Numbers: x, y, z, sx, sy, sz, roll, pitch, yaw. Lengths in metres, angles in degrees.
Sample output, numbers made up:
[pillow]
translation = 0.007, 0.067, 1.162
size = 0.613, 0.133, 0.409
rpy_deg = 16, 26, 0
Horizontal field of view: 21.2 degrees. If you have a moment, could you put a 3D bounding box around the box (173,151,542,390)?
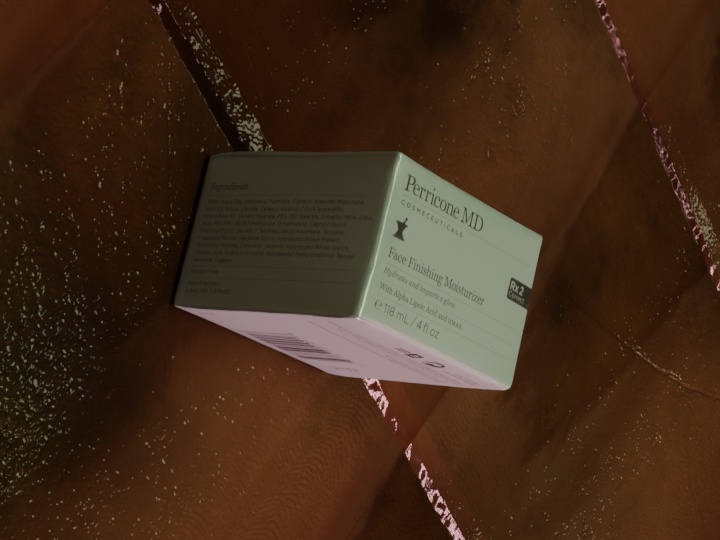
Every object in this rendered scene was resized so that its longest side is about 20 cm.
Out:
[box]
translation = 0.000, 0.000, 1.501
size = 0.199, 0.199, 0.132
rpy_deg = 26, 72, -46
